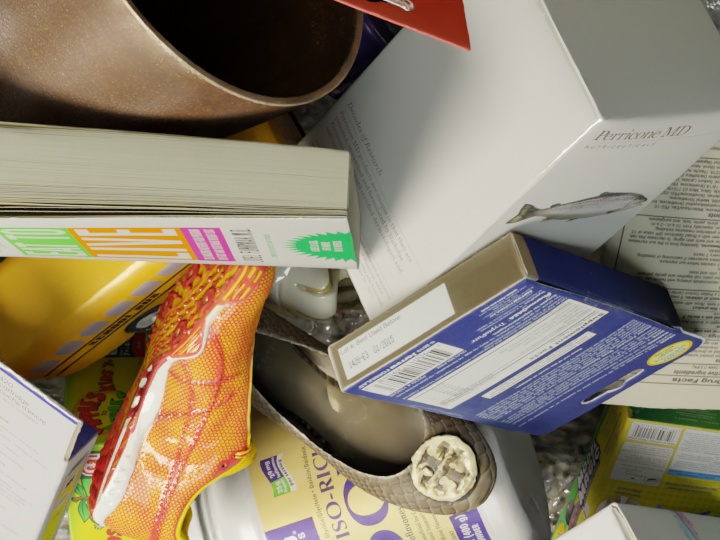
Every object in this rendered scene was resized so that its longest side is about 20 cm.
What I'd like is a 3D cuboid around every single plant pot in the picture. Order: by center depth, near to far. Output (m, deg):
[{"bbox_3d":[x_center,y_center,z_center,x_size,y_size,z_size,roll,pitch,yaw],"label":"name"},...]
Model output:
[{"bbox_3d":[-0.133,-0.123,1.130,0.187,0.188,0.200,36,133,-28],"label":"plant pot"}]

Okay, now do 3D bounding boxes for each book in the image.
[{"bbox_3d":[-0.101,-0.031,1.105,0.199,0.048,0.134,2,168,3],"label":"book"}]

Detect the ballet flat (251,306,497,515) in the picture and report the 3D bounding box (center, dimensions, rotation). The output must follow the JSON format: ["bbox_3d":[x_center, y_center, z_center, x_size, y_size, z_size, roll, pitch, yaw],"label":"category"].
[{"bbox_3d":[-0.015,0.072,1.258,0.200,0.046,0.068,33,92,11],"label":"ballet flat"}]

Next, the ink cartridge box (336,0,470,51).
[{"bbox_3d":[0.007,-0.191,1.051,0.108,0.200,0.050,18,126,-18],"label":"ink cartridge box"}]

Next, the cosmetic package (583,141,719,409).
[{"bbox_3d":[0.175,-0.026,1.270,0.103,0.087,0.201,4,128,-7],"label":"cosmetic package"}]

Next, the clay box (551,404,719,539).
[{"bbox_3d":[0.189,0.158,1.447,0.114,0.048,0.201,9,129,-12],"label":"clay box"}]

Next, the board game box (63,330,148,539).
[{"bbox_3d":[-0.147,0.143,1.378,0.047,0.102,0.201,-1,129,-1],"label":"board game box"}]

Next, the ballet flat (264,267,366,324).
[{"bbox_3d":[0.000,0.000,1.296,0.199,0.064,0.076,-2,130,-1],"label":"ballet flat"}]

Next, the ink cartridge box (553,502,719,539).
[{"bbox_3d":[0.154,0.211,1.347,0.145,0.088,0.200,-36,156,23],"label":"ink cartridge box"}]

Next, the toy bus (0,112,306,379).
[{"bbox_3d":[-0.116,-0.020,1.249,0.200,0.065,0.078,-37,163,24],"label":"toy bus"}]

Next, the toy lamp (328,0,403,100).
[{"bbox_3d":[0.053,-0.158,1.175,0.200,0.058,0.058,-38,122,25],"label":"toy lamp"}]

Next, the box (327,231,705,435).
[{"bbox_3d":[0.088,0.038,1.207,0.121,0.033,0.200,-33,152,25],"label":"box"}]

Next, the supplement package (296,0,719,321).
[{"bbox_3d":[0.079,-0.072,1.157,0.117,0.118,0.200,-7,154,-39],"label":"supplement package"}]

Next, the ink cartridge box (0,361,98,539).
[{"bbox_3d":[-0.241,0.066,1.268,0.197,0.047,0.200,36,139,5],"label":"ink cartridge box"}]

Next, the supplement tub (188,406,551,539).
[{"bbox_3d":[-0.001,0.132,1.350,0.199,0.146,0.146,-20,128,12],"label":"supplement tub"}]

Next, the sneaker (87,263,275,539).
[{"bbox_3d":[-0.083,0.064,1.232,0.077,0.073,0.201,18,122,-14],"label":"sneaker"}]
